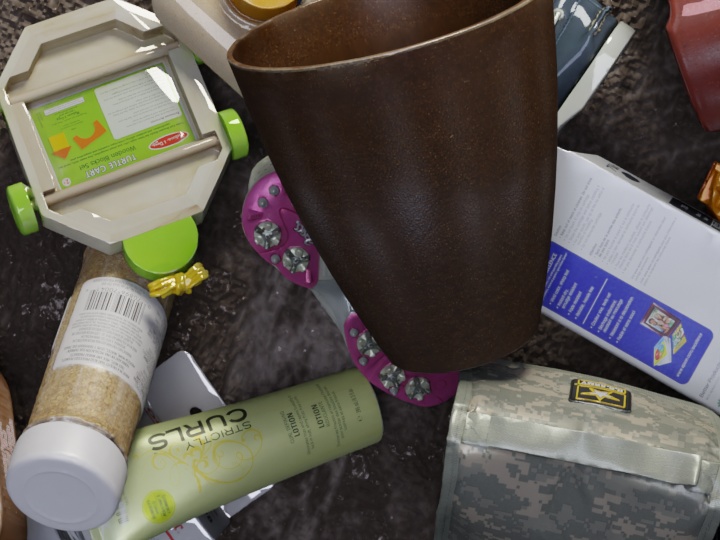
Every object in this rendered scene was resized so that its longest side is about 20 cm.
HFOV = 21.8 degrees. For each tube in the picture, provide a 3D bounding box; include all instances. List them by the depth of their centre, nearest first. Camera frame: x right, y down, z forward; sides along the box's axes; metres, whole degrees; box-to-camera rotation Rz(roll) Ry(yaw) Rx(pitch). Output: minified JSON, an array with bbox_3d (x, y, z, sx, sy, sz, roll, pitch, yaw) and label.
[{"bbox_3d":[-0.083,0.115,1.173,0.198,0.058,0.052,-17,126,-19],"label":"tube"}]

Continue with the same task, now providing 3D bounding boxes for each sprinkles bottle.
[{"bbox_3d":[-0.159,0.062,1.145,0.067,0.201,0.069,5,133,6],"label":"sprinkles bottle"}]

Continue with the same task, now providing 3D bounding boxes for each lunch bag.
[{"bbox_3d":[0.129,0.124,1.113,0.162,0.200,0.119,12,69,5],"label":"lunch bag"}]

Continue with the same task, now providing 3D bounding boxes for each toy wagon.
[{"bbox_3d":[-0.150,-0.071,1.175,0.154,0.040,0.202,-20,76,-12],"label":"toy wagon"}]

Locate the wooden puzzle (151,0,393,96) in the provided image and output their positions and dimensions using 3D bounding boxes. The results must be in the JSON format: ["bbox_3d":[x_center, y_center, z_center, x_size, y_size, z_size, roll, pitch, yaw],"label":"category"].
[{"bbox_3d":[-0.003,-0.181,1.166,0.185,0.046,0.200,41,84,0],"label":"wooden puzzle"}]

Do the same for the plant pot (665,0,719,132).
[{"bbox_3d":[0.272,-0.180,1.096,0.193,0.201,0.203,-17,93,15],"label":"plant pot"}]

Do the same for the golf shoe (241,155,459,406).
[{"bbox_3d":[0.000,0.000,1.190,0.075,0.092,0.200,-35,114,8],"label":"golf shoe"}]

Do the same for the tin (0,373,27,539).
[{"bbox_3d":[-0.267,0.135,1.187,0.111,0.042,0.202,-27,53,19],"label":"tin"}]

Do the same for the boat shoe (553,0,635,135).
[{"bbox_3d":[0.090,-0.086,1.166,0.062,0.075,0.201,38,107,5],"label":"boat shoe"}]

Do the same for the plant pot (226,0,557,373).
[{"bbox_3d":[0.038,-0.051,1.068,0.185,0.187,0.202,-13,109,6],"label":"plant pot"}]

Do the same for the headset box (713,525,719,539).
[{"bbox_3d":[0.299,0.160,1.108,0.172,0.200,0.094,-1,95,6],"label":"headset box"}]

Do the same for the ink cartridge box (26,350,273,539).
[{"bbox_3d":[-0.167,0.155,1.217,0.199,0.067,0.116,-36,90,7],"label":"ink cartridge box"}]

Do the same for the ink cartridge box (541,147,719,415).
[{"bbox_3d":[0.170,0.001,1.138,0.199,0.039,0.100,30,108,7],"label":"ink cartridge box"}]

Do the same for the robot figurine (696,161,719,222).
[{"bbox_3d":[0.290,0.018,1.168,0.199,0.058,0.146,27,97,3],"label":"robot figurine"}]
